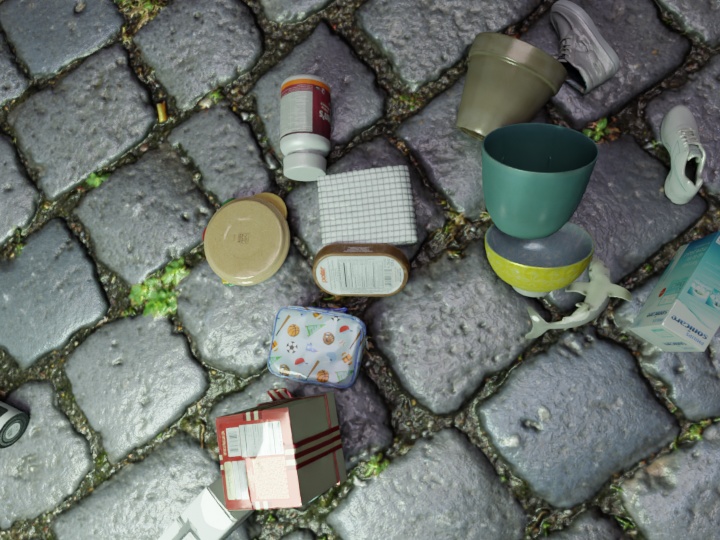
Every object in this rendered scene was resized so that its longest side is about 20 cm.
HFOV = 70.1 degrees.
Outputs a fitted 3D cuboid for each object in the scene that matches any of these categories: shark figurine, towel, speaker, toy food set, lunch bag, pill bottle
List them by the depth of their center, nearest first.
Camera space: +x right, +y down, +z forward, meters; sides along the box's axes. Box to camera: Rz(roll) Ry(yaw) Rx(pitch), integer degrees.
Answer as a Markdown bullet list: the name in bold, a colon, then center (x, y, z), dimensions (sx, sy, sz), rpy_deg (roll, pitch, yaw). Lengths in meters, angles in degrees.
- **shark figurine**: center (0.432, 0.081, 0.997), dimensions (0.214, 0.090, 0.128), rpy_deg (-39, 45, -8)
- **lunch bag**: center (-0.083, 0.151, 1.044), dimensions (0.198, 0.076, 0.162), rpy_deg (9, 80, 9)
- **towel**: center (0.015, -0.121, 1.069), dimensions (0.198, 0.086, 0.167), rpy_deg (-7, 88, 10)
- **pill bottle**: center (-0.118, -0.302, 1.098), dimensions (0.108, 0.110, 0.202), rpy_deg (-2, 81, 6)
- **speaker**: center (-0.826, 0.305, 1.103), dimensions (0.198, 0.081, 0.082), rpy_deg (22, 84, 10)
- **toy food set**: center (-0.246, -0.066, 1.108), dimensions (0.196, 0.049, 0.202), rpy_deg (-12, 81, 5)

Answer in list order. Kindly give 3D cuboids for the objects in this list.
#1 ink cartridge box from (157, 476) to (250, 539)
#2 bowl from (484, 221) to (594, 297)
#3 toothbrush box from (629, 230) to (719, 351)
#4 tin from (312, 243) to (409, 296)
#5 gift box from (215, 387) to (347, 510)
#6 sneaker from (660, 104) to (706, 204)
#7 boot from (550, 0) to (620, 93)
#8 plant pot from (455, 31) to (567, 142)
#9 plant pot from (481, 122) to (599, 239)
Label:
- **ink cartridge box**: center (-0.280, 0.469, 0.960), dimensions (0.083, 0.145, 0.200), rpy_deg (45, 102, 13)
- **bowl**: center (0.338, -0.015, 0.991), dimensions (0.198, 0.201, 0.109), rpy_deg (-1, 123, 6)
- **toothbrush box**: center (0.608, 0.045, 0.943), dimensions (0.085, 0.146, 0.201), rpy_deg (32, 87, 11)
- **tin**: center (0.000, 0.000, 1.041), dimensions (0.198, 0.042, 0.113), rpy_deg (0, 121, 7)
- **gift box**: center (-0.148, 0.316, 0.938), dimensions (0.198, 0.186, 0.187), rpy_deg (-9, 82, 25)
- **sneaker**: center (0.649, -0.239, 1.016), dimensions (0.070, 0.080, 0.202), rpy_deg (-1, 80, 8)
- **boot**: center (0.444, -0.469, 1.075), dimensions (0.095, 0.074, 0.201), rpy_deg (-35, 80, -7)
- **plant pot**: center (0.281, -0.348, 1.034), dimensions (0.199, 0.200, 0.175), rpy_deg (28, 103, 10)
- **plant pot**: center (0.319, -0.157, 0.956), dimensions (0.198, 0.162, 0.201), rpy_deg (-2, 38, 1)
